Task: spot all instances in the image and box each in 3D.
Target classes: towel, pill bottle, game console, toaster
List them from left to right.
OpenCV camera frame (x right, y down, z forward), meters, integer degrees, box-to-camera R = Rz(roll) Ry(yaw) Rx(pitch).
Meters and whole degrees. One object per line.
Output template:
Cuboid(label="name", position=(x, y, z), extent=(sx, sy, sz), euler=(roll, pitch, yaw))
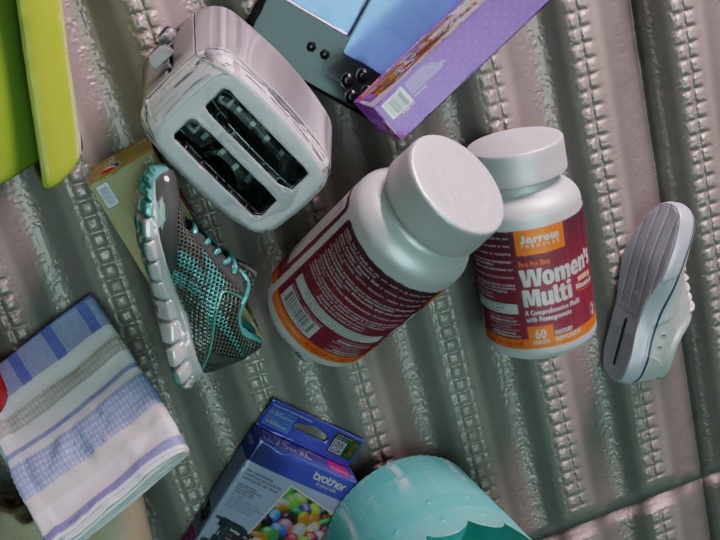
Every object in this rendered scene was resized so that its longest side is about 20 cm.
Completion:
Cuboid(label="towel", position=(-0.248, 0.129, 0.901), extent=(0.147, 0.200, 0.024), euler=(-38, 148, -3))
Cuboid(label="toaster", position=(-0.098, -0.118, 0.876), extent=(0.113, 0.129, 0.200), euler=(-37, 114, 15))
Cuboid(label="game console", position=(0.013, -0.246, 0.925), extent=(0.176, 0.031, 0.201), euler=(26, 99, -21))
Cuboid(label="pill bottle", position=(0.018, -0.013, 0.850), extent=(0.109, 0.110, 0.200), euler=(29, 133, -21))
Cuboid(label="pill bottle", position=(0.160, -0.027, 0.993), extent=(0.109, 0.110, 0.201), euler=(-16, 111, -9))

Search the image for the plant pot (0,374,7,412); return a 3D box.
Cuboid(label="plant pot", position=(-0.408, 0.065, 0.826), extent=(0.200, 0.200, 0.183), euler=(-20, 109, -7))

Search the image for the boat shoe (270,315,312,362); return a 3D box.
Cuboid(label="boat shoe", position=(0.000, 0.000, 0.985), extent=(0.200, 0.071, 0.070), euler=(-38, 116, 7))

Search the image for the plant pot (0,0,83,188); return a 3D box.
Cuboid(label="plant pot", position=(-0.315, -0.154, 0.785), extent=(0.181, 0.199, 0.201), euler=(-10, 110, -19))

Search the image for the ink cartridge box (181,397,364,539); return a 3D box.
Cuboid(label="ink cartridge box", position=(-0.089, 0.238, 1.054), extent=(0.119, 0.042, 0.201), euler=(29, 97, -22))

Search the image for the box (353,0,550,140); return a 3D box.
Cuboid(label="box", position=(0.085, -0.193, 0.870), extent=(0.200, 0.137, 0.039), euler=(-43, 103, 3))

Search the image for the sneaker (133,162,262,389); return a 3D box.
Cuboid(label="sneaker", position=(-0.134, -0.001, 0.874), extent=(0.091, 0.078, 0.201), euler=(-15, 120, -13))

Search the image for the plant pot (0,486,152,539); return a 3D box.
Cuboid(label="plant pot", position=(-0.262, 0.288, 0.956), extent=(0.199, 0.200, 0.184), euler=(-5, 98, -13))

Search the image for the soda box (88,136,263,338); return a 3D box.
Cuboid(label="soda box", position=(-0.164, -0.014, 0.934), extent=(0.064, 0.068, 0.201), euler=(-29, 112, -4))

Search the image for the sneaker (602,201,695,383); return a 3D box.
Cuboid(label="sneaker", position=(0.308, 0.023, 1.078), extent=(0.070, 0.073, 0.201), euler=(1, 117, -25))

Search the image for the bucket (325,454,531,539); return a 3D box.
Cuboid(label="bucket", position=(0.068, 0.296, 1.044), extent=(0.206, 0.135, 0.208), euler=(-11, 118, -21))
